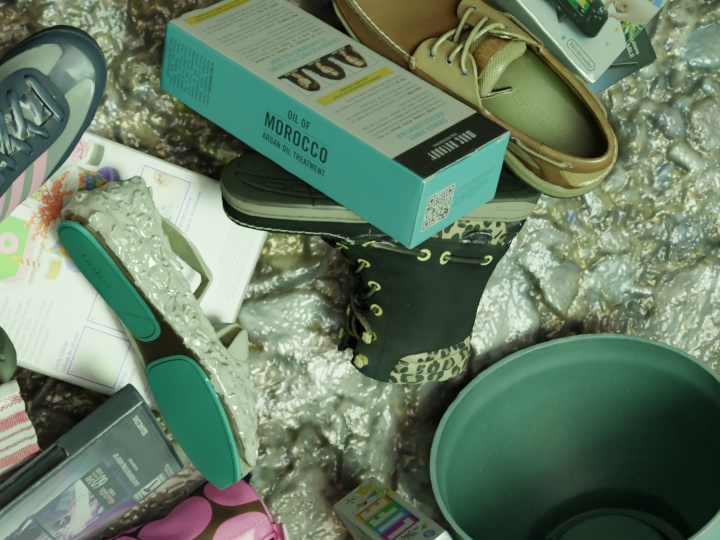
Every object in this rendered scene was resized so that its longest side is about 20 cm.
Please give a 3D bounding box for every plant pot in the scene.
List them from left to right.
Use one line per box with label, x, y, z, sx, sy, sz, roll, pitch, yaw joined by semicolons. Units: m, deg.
plant pot;0.155;0.158;1.197;0.200;0.200;0.134;-28;132;-13

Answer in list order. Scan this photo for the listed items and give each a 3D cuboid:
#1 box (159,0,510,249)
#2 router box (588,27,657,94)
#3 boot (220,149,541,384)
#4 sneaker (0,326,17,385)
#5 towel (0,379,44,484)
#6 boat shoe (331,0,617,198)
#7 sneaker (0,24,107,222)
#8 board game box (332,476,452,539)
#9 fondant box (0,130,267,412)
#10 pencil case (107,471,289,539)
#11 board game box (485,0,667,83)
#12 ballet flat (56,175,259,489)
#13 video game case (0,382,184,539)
box;-0.018;-0.094;1.079;0.082;0.200;0.049;-31;144;-41
router box;0.080;-0.186;1.172;0.150;0.062;0.200;-31;107;-14
boot;0.001;0.001;1.136;0.203;0.074;0.154;-1;128;-24
sneaker;-0.277;0.084;1.058;0.199;0.076;0.114;-13;133;10
towel;-0.249;0.127;1.049;0.146;0.200;0.030;-26;70;-14
boat shoe;0.074;-0.123;1.089;0.200;0.074;0.076;37;80;-3
sneaker;-0.207;-0.056;1.021;0.070;0.082;0.200;43;79;-18
board game box;0.067;0.230;1.155;0.034;0.134;0.200;-36;107;-11
fondant box;-0.169;-0.009;1.116;0.199;0.058;0.145;20;91;-22
pencil case;-0.138;0.198;1.126;0.200;0.094;0.091;-30;114;-20
board game box;0.146;-0.235;1.122;0.148;0.064;0.200;45;80;-20
ballet flat;-0.102;0.032;1.083;0.072;0.072;0.200;-32;107;-12
video game case;-0.198;0.154;1.096;0.200;0.143;0.019;-39;71;-10
